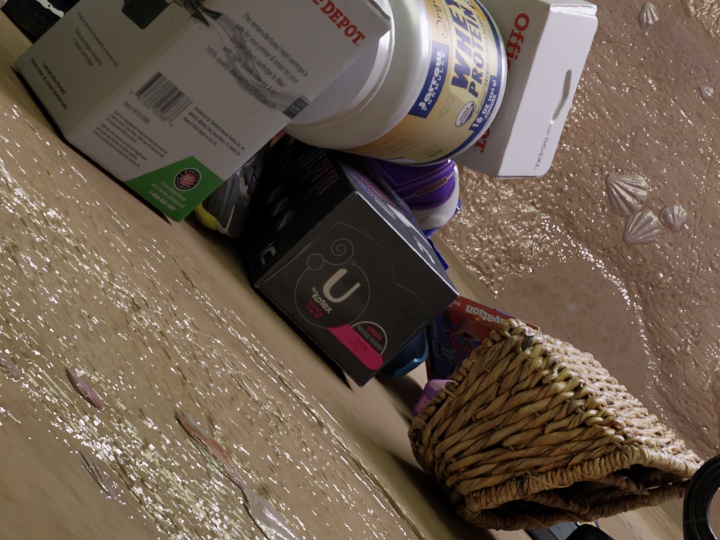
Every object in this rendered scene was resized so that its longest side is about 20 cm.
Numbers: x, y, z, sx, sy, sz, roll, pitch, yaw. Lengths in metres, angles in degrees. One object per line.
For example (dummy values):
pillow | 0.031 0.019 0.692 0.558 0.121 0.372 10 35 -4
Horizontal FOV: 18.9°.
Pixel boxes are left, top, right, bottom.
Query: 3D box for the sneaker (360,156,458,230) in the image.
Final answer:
sneaker | -0.019 -0.084 1.770 0.081 0.200 0.084 -89 -179 -72

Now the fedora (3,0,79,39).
fedora | -0.202 -0.225 1.585 0.201 0.201 0.092 48 -30 -10

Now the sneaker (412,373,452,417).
sneaker | 0.111 0.112 1.755 0.088 0.081 0.200 35 21 26

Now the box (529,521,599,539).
box | 0.154 0.191 1.900 0.137 0.038 0.200 48 6 -3

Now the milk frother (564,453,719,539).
milk frother | 0.252 0.227 1.522 0.181 0.200 0.188 61 6 3

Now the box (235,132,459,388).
box | -0.020 -0.020 1.634 0.122 0.106 0.200 44 7 -22

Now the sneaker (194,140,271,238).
sneaker | -0.115 -0.085 1.594 0.090 0.078 0.200 18 18 -5

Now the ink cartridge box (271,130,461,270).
ink cartridge box | -0.004 -0.064 1.904 0.200 0.136 0.076 48 7 -3

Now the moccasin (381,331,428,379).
moccasin | 0.000 0.000 1.783 0.200 0.080 0.068 53 3 43

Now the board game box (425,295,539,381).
board game box | 0.102 0.074 1.831 0.103 0.019 0.200 21 -20 13

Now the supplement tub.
supplement tub | 0.007 -0.156 1.582 0.144 0.144 0.200 51 20 21

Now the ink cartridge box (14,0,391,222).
ink cartridge box | -0.099 -0.147 1.397 0.083 0.200 0.147 52 6 34

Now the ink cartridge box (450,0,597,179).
ink cartridge box | 0.069 -0.174 1.718 0.200 0.146 0.084 25 16 30

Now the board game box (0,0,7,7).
board game box | -0.279 -0.225 1.386 0.134 0.034 0.200 47 6 -15

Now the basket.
basket | 0.141 0.143 1.551 0.149 0.143 0.200 45 9 24
